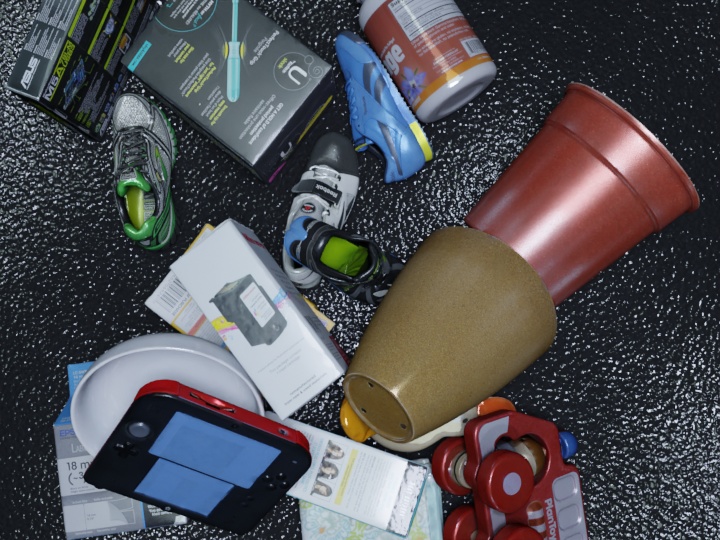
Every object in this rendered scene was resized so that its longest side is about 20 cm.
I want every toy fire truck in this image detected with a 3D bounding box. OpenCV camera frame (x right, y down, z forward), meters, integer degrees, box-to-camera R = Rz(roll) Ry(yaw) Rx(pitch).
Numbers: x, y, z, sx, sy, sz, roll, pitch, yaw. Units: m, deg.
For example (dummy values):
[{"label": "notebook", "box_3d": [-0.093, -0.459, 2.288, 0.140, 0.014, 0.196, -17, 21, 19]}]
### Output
[{"label": "toy fire truck", "box_3d": [0.186, 0.257, 0.885, 0.168, 0.112, 0.200, -10, 93, -29]}]

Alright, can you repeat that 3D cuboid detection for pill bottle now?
[{"label": "pill bottle", "box_3d": [0.069, -0.291, 0.933, 0.112, 0.112, 0.200, -32, 85, -1]}]

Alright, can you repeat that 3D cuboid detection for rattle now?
[{"label": "rattle", "box_3d": [0.087, 0.153, 0.889, 0.200, 0.143, 0.130, 9, 71, 8]}]

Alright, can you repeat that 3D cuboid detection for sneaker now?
[{"label": "sneaker", "box_3d": [0.000, 0.000, 0.893, 0.199, 0.083, 0.071, 27, 90, -40]}, {"label": "sneaker", "box_3d": [-0.048, -0.078, 0.934, 0.074, 0.089, 0.200, 12, 85, 4]}, {"label": "sneaker", "box_3d": [-0.267, -0.126, 0.945, 0.078, 0.085, 0.200, -12, 85, 1]}, {"label": "sneaker", "box_3d": [0.010, -0.202, 0.950, 0.078, 0.066, 0.200, -30, 86, -3]}]

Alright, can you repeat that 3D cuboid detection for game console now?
[{"label": "game console", "box_3d": [-0.170, 0.206, 0.815, 0.200, 0.031, 0.177, 27, 118, -20]}]

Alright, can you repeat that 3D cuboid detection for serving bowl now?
[{"label": "serving bowl", "box_3d": [-0.202, 0.141, 0.826, 0.200, 0.066, 0.200, -2, 123, -3]}]

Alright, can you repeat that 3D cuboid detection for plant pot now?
[{"label": "plant pot", "box_3d": [0.080, 0.085, 0.823, 0.186, 0.186, 0.200, 45, 57, 4]}, {"label": "plant pot", "box_3d": [0.238, -0.073, 0.881, 0.195, 0.201, 0.201, -44, 86, 7]}]

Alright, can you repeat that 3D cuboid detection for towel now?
[{"label": "towel", "box_3d": [0.018, 0.333, 0.921, 0.171, 0.048, 0.200, -6, 86, 4]}]

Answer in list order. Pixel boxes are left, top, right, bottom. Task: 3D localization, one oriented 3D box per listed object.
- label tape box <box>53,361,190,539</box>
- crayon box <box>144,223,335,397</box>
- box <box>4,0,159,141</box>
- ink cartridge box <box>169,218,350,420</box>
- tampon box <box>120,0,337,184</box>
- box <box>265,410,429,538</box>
[{"label": "label tape box", "box_3d": [-0.282, 0.204, 0.913, 0.144, 0.063, 0.200, -8, 86, 1]}, {"label": "crayon box", "box_3d": [-0.145, 0.053, 0.944, 0.200, 0.052, 0.126, 38, 88, 5]}, {"label": "box", "box_3d": [-0.318, -0.269, 0.903, 0.047, 0.193, 0.200, 22, 88, 5]}, {"label": "ink cartridge box", "box_3d": [-0.103, 0.053, 0.844, 0.083, 0.146, 0.200, -38, 85, 1]}, {"label": "tampon box", "box_3d": [-0.151, -0.229, 0.928, 0.200, 0.126, 0.150, 38, 88, 3]}, {"label": "box", "box_3d": [-0.027, 0.233, 0.886, 0.200, 0.049, 0.082, 18, 78, 10]}]
